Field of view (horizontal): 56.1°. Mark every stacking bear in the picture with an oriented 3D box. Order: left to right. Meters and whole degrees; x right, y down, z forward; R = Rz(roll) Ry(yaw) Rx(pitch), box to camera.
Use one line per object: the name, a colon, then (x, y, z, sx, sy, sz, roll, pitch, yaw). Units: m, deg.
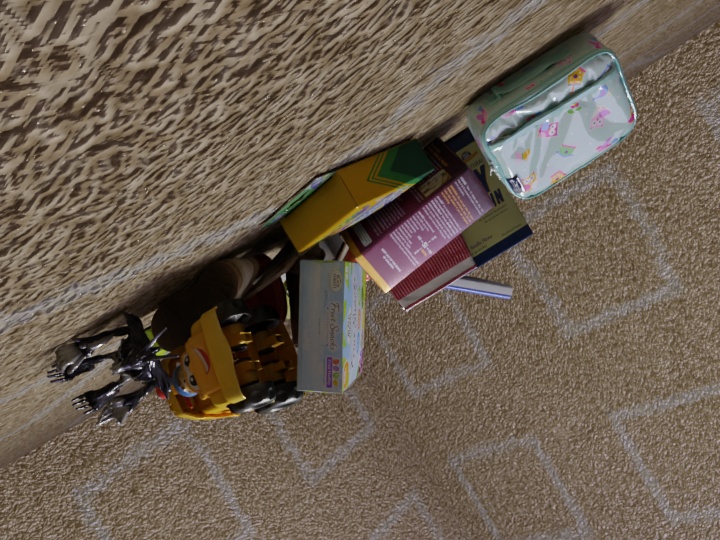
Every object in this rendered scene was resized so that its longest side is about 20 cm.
stacking bear: (-0.219, 0.073, 1.047, 0.199, 0.114, 0.121, -27, -179, 29)

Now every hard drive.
hard drive: (0.146, 0.016, 1.183, 0.198, 0.026, 0.132, 10, -178, -23)

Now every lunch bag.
lunch bag: (0.241, -0.193, 0.864, 0.199, 0.077, 0.160, -33, 135, 11)

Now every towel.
towel: (0.078, -0.055, 1.062, 0.143, 0.201, 0.023, -31, -168, -1)

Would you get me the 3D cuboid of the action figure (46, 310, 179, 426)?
action figure: (-0.304, 0.127, 0.820, 0.199, 0.120, 0.102, -25, -172, 41)

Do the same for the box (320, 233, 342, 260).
box: (-0.018, -0.044, 1.261, 0.152, 0.107, 0.200, -31, 179, -21)

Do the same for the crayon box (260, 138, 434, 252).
crayon box: (-0.012, -0.089, 0.833, 0.125, 0.052, 0.199, -33, 178, 44)

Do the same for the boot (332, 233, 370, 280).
boot: (0.000, 0.000, 1.104, 0.075, 0.106, 0.202, -104, -147, -76)

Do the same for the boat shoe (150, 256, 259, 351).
boat shoe: (-0.210, 0.048, 0.922, 0.199, 0.072, 0.064, -34, 177, 31)

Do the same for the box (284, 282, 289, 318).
box: (-0.157, 0.056, 1.380, 0.050, 0.076, 0.199, -45, -162, -26)

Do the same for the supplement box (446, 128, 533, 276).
supplement box: (0.179, -0.112, 1.186, 0.134, 0.201, 0.200, -31, 179, 3)

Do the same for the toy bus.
toy bus: (-0.191, 0.134, 0.880, 0.191, 0.137, 0.200, -23, 166, 12)

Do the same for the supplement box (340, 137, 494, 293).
supplement box: (0.074, -0.080, 0.969, 0.199, 0.086, 0.111, -39, -143, 6)

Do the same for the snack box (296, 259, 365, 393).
snack box: (-0.036, 0.071, 0.946, 0.067, 0.171, 0.200, 2, -179, 9)

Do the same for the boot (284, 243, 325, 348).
boot: (-0.096, 0.041, 1.090, 0.072, 0.168, 0.200, 5, 174, -6)

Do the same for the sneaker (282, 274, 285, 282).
sneaker: (-0.200, 0.048, 1.303, 0.092, 0.076, 0.200, -36, -177, -41)

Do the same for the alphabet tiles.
alphabet tiles: (-0.090, -0.033, 0.954, 0.167, 0.008, 0.200, -32, -165, 38)

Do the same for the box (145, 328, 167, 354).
box: (-0.312, 0.103, 1.201, 0.122, 0.048, 0.199, -32, 178, 43)
